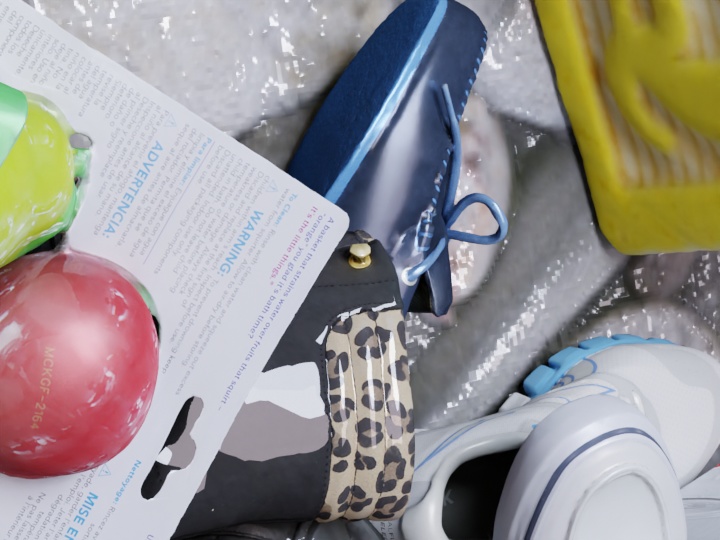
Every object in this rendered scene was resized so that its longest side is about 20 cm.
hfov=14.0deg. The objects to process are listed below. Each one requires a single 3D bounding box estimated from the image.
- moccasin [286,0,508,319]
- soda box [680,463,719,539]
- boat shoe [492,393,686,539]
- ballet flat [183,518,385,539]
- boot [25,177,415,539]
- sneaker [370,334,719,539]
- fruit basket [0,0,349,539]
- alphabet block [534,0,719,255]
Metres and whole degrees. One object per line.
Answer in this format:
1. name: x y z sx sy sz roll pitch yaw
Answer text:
1. moccasin: 0.000 0.000 1.044 0.068 0.080 0.200 27 86 -17
2. soda box: 0.178 0.101 1.141 0.200 0.068 0.064 -26 114 -44
3. boat shoe: 0.094 0.135 1.034 0.073 0.067 0.200 -22 132 -19
4. ballet flat: 0.003 0.138 1.038 0.067 0.057 0.200 -61 140 -29
5. boot: -0.069 0.002 0.952 0.150 0.073 0.200 -3 66 -22
6. sneaker: 0.076 0.075 1.085 0.200 0.087 0.075 -20 99 -35
7. fruit basket: -0.119 0.017 0.836 0.200 0.094 0.185 32 86 -41
8. alphabet block: 0.197 -0.129 1.112 0.200 0.195 0.197 -24 101 -35
